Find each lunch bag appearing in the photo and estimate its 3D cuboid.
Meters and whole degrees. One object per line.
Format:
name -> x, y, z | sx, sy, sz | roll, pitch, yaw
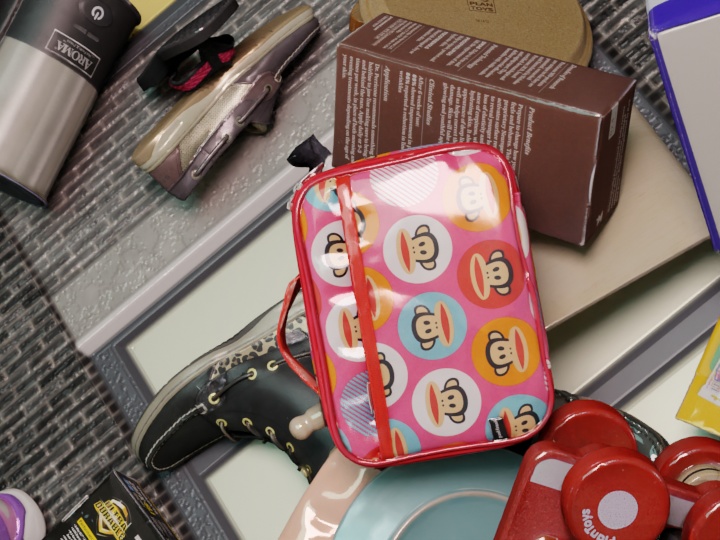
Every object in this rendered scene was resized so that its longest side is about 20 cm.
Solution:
lunch bag -> 0.030, 0.023, 1.022 | 0.174, 0.082, 0.202 | -10, 89, 7

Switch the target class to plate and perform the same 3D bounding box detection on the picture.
plate -> 0.074, 0.216, 1.041 | 0.198, 0.026, 0.202 | 2, 81, -12

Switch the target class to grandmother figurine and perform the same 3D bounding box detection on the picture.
grandmother figurine -> 0.007, 0.131, 1.084 | 0.121, 0.061, 0.201 | 34, 87, -9

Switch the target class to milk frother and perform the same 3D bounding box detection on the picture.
milk frother -> -0.320, -0.178, 1.375 | 0.189, 0.180, 0.200 | -64, 19, -10

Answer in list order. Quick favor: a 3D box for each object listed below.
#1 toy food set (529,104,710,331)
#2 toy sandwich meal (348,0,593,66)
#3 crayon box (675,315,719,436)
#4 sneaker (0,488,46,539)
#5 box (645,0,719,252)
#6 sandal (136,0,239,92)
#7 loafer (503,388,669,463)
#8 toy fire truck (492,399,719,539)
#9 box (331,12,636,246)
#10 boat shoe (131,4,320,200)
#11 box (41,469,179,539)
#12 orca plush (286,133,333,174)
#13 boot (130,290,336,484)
toy food set -> 0.151, -0.027, 1.128 | 0.199, 0.061, 0.144 | -30, 58, -4
toy sandwich meal -> 0.080, -0.184, 1.209 | 0.203, 0.071, 0.206 | 7, 49, -8
crayon box -> 0.311, 0.038, 1.056 | 0.125, 0.052, 0.201 | 22, 79, 28
sneaker -> -0.338, 0.252, 1.227 | 0.080, 0.088, 0.201 | 34, 87, 28
box -> 0.255, -0.151, 1.039 | 0.104, 0.185, 0.201 | -14, 37, 17
sandal -> -0.134, -0.173, 1.274 | 0.075, 0.200, 0.045 | -39, 97, -18
loafer -> 0.119, 0.112, 1.102 | 0.198, 0.063, 0.072 | 13, 74, 27
toy fire truck -> 0.176, 0.191, 1.011 | 0.198, 0.112, 0.169 | 18, 103, -9
box -> 0.082, -0.101, 1.083 | 0.199, 0.101, 0.075 | 20, 36, 23
boat shoe -> -0.101, -0.139, 1.291 | 0.200, 0.065, 0.072 | -46, 17, -19
box -> -0.182, 0.277, 1.174 | 0.160, 0.049, 0.200 | -43, 60, -1
orca plush -> 0.000, 0.000, 1.148 | 0.071, 0.201, 0.105 | -38, 18, -6
boot -> -0.065, 0.125, 1.171 | 0.203, 0.073, 0.154 | -38, 64, 7
